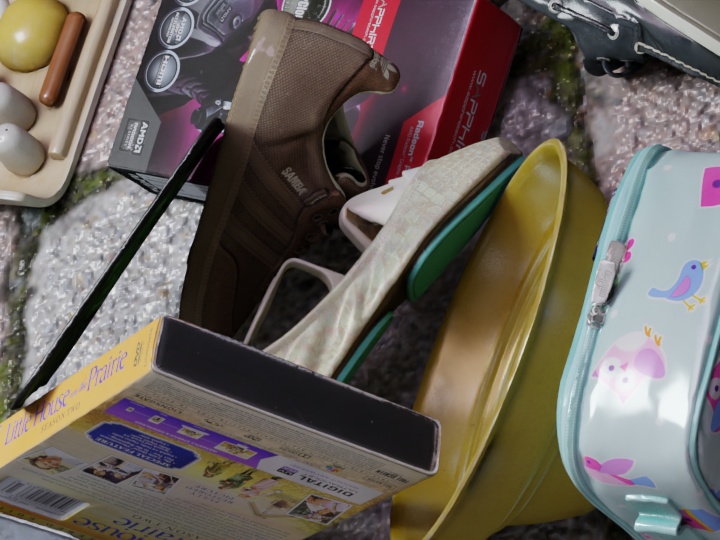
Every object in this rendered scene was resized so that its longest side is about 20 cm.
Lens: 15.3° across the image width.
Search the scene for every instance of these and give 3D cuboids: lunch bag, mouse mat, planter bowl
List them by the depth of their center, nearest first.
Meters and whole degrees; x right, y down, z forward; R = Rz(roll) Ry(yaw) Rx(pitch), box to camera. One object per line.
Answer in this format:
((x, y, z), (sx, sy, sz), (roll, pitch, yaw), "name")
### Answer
((0.152, 0.048, 1.123), (0.077, 0.200, 0.161), (9, 70, 33), "lunch bag")
((0.088, 0.048, 1.206), (0.083, 0.200, 0.201), (20, 70, -8), "planter bowl")
((-0.113, -0.006, 1.280), (0.008, 0.200, 0.161), (35, 91, -4), "mouse mat")

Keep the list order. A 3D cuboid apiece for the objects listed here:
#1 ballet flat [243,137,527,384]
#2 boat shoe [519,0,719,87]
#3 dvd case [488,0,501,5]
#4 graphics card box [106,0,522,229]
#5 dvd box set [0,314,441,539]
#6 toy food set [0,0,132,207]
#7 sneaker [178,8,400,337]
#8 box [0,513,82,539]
((0.000, 0.000, 1.266), (0.062, 0.067, 0.200), (37, 74, 7), "ballet flat")
((0.123, -0.130, 1.321), (0.199, 0.074, 0.066), (32, 120, 15), "boat shoe")
((0.076, -0.222, 1.433), (0.200, 0.016, 0.149), (-39, 52, 6), "dvd case")
((-0.026, -0.089, 1.387), (0.199, 0.051, 0.126), (12, 79, 34), "graphics card box")
((-0.077, 0.086, 1.214), (0.200, 0.146, 0.030), (-33, 42, 52), "dvd box set")
((-0.215, -0.129, 1.516), (0.143, 0.060, 0.201), (4, 66, 31), "toy food set")
((-0.038, -0.032, 1.304), (0.075, 0.201, 0.071), (16, 40, -1), "sneaker")
((-0.160, 0.228, 1.247), (0.199, 0.124, 0.197), (13, 71, 34), "box")
